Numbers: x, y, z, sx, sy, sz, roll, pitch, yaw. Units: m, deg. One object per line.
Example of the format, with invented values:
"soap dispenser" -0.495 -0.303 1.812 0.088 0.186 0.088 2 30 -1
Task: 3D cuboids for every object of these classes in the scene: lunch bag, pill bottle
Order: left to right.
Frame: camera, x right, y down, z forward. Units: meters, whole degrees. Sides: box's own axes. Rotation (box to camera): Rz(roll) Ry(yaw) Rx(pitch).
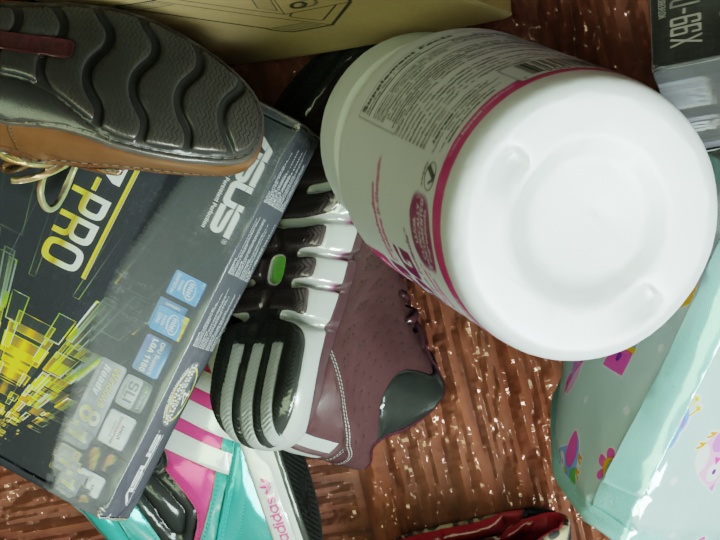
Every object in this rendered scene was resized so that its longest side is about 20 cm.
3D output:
"pill bottle" 0.057 -0.039 1.082 0.113 0.200 0.113 -4 103 -17
"lunch bag" 0.155 0.022 1.130 0.122 0.200 0.170 26 107 5

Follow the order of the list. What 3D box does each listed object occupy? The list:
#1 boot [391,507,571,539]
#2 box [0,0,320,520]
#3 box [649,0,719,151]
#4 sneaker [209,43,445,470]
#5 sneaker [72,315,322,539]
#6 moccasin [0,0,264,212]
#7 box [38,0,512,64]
"boot" 0.104 0.192 1.253 0.200 0.073 0.151 -8 102 20
"box" -0.134 -0.009 1.192 0.161 0.049 0.200 27 90 13
"box" 0.199 -0.143 1.082 0.158 0.200 0.050 -11 132 14
"sneaker" 0.000 0.000 1.232 0.076 0.115 0.200 3 72 44
"sneaker" -0.103 0.060 1.261 0.121 0.084 0.200 -17 98 9
"moccasin" -0.142 -0.072 1.141 0.201 0.078 0.074 4 65 -6
"box" -0.057 -0.126 1.121 0.163 0.200 0.021 -4 79 37
